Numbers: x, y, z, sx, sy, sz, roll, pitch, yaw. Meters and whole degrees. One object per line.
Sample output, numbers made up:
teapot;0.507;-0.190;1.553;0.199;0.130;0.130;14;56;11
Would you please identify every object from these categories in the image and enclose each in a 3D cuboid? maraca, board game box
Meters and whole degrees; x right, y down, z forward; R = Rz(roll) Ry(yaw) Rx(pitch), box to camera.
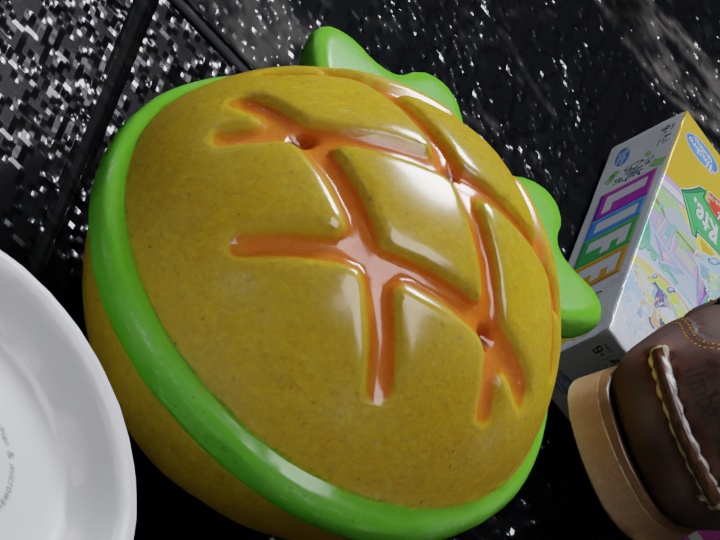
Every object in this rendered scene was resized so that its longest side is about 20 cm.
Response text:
maraca;0.000;0.000;0.756;0.137;0.107;0.200;49;31;-2
board game box;0.142;0.061;0.983;0.200;0.034;0.135;50;34;-18

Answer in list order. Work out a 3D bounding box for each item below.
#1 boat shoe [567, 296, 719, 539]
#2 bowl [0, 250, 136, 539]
boat shoe;0.118;0.039;0.832;0.070;0.070;0.200;64;16;3
bowl;-0.108;0.047;0.582;0.201;0.094;0.201;36;40;-36
